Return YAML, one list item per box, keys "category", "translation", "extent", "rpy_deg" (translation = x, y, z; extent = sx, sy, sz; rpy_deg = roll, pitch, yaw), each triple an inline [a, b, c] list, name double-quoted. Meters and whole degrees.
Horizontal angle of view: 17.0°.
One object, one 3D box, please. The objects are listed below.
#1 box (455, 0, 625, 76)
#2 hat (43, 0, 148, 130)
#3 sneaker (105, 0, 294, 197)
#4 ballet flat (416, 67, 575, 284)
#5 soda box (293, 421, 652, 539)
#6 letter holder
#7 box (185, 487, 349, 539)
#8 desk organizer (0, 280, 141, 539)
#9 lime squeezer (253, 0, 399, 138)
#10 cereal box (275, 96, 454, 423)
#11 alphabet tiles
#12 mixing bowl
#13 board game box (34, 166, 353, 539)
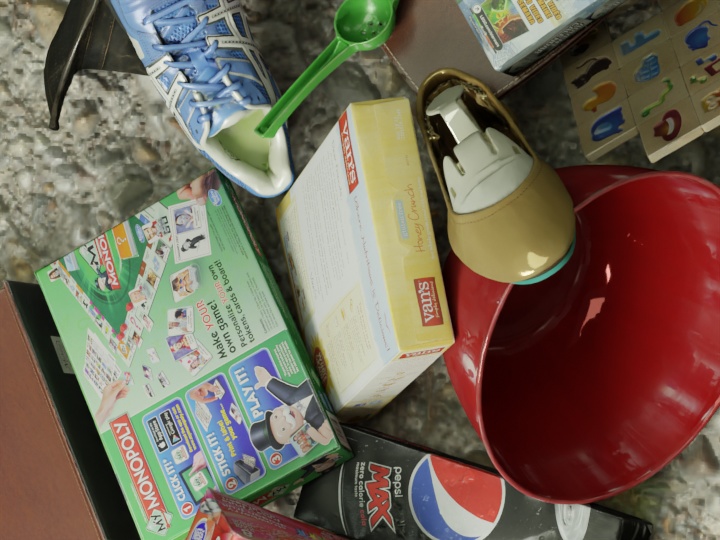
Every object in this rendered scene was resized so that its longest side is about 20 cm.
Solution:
- category: "box"
  translation: [0.088, -0.231, 1.352]
  extent: [0.136, 0.040, 0.201]
  rpy_deg: [-32, 78, 18]
- category: "hat"
  translation: [-0.139, -0.178, 1.510]
  extent: [0.080, 0.201, 0.202]
  rpy_deg: [15, 91, -14]
- category: "sneaker"
  translation: [-0.089, -0.127, 1.426]
  extent: [0.075, 0.200, 0.077]
  rpy_deg: [-33, 37, 2]
- category: "ballet flat"
  translation: [0.062, -0.054, 1.283]
  extent: [0.068, 0.200, 0.063]
  rpy_deg: [-34, 114, 4]
- category: "soda box"
  translation: [0.066, 0.147, 1.416]
  extent: [0.199, 0.071, 0.064]
  rpy_deg: [16, 89, 24]
- category: "letter holder"
  translation: [0.103, -0.187, 1.418]
  extent: [0.200, 0.100, 0.143]
  rpy_deg: [-40, 74, 14]
- category: "box"
  translation: [-0.012, 0.212, 1.377]
  extent: [0.199, 0.095, 0.100]
  rpy_deg: [22, 94, -16]
- category: "desk organizer"
  translation: [-0.201, 0.114, 1.532]
  extent: [0.077, 0.072, 0.201]
  rpy_deg: [-28, 75, 20]
- category: "lime squeezer"
  translation: [-0.002, -0.168, 1.364]
  extent: [0.038, 0.070, 0.201]
  rpy_deg: [43, 116, 47]
- category: "cereal box"
  translation: [0.000, 0.000, 1.397]
  extent: [0.039, 0.200, 0.145]
  rpy_deg: [-7, 77, -17]
- category: "alphabet tiles"
  translation: [0.189, -0.137, 1.349]
  extent: [0.166, 0.008, 0.201]
  rpy_deg: [-30, 30, 15]
- category: "mixing bowl"
  translation: [0.116, 0.019, 1.360]
  extent: [0.108, 0.199, 0.201]
  rpy_deg: [35, 99, 47]
- category: "board game box"
  translation: [-0.103, 0.055, 1.449]
  extent: [0.134, 0.029, 0.201]
  rpy_deg: [-29, 66, 10]
